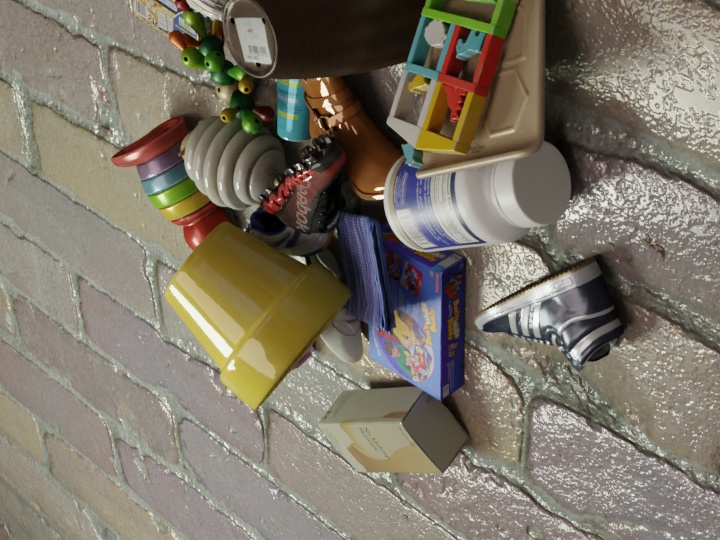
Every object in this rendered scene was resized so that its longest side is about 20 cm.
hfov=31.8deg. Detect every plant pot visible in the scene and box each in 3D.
[{"bbox_3d":[-0.144,0.046,1.640,0.189,0.201,0.201,39,143,1],"label":"plant pot"},{"bbox_3d":[-0.048,-0.288,1.402,0.186,0.199,0.188,30,136,35],"label":"plant pot"}]

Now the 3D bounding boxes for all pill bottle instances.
[{"bbox_3d":[0.130,-0.086,1.393,0.199,0.119,0.120,-5,110,52],"label":"pill bottle"}]

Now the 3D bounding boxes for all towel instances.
[{"bbox_3d":[0.000,0.000,1.615,0.200,0.024,0.146,-161,61,-75],"label":"towel"}]

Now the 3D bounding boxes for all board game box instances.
[{"bbox_3d":[-0.248,-0.409,1.701,0.151,0.046,0.201,37,139,30],"label":"board game box"},{"bbox_3d":[0.070,0.052,1.630,0.134,0.045,0.201,29,134,37],"label":"board game box"}]

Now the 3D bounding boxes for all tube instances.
[{"bbox_3d":[-0.079,-0.264,1.599,0.077,0.050,0.201,18,124,25],"label":"tube"}]

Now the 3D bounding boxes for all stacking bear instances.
[{"bbox_3d":[-0.259,-0.114,1.880,0.113,0.121,0.201,1,124,59],"label":"stacking bear"}]

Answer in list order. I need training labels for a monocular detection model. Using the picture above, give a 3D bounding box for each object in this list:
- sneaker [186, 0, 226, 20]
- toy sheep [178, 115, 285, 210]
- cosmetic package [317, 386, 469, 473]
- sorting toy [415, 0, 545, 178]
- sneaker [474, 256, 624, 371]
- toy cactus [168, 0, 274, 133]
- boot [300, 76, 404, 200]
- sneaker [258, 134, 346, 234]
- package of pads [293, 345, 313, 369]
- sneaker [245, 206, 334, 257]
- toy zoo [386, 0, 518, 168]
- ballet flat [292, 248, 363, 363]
[{"bbox_3d":[-0.197,-0.376,1.589,0.199,0.077,0.086,20,127,-1],"label":"sneaker"},{"bbox_3d":[-0.164,-0.144,1.721,0.199,0.138,0.139,19,130,26],"label":"toy sheep"},{"bbox_3d":[0.043,0.221,1.741,0.105,0.071,0.200,50,149,-18],"label":"cosmetic package"},{"bbox_3d":[0.129,-0.201,1.315,0.185,0.036,0.202,-7,75,53],"label":"sorting toy"},{"bbox_3d":[0.215,0.066,1.438,0.200,0.070,0.109,-30,88,52],"label":"sneaker"},{"bbox_3d":[-0.171,-0.261,1.662,0.200,0.102,0.165,50,177,13],"label":"toy cactus"},{"bbox_3d":[-0.005,-0.172,1.530,0.199,0.074,0.155,16,133,50],"label":"boot"},{"bbox_3d":[-0.052,-0.098,1.555,0.098,0.071,0.200,43,152,-5],"label":"sneaker"},{"bbox_3d":[-0.162,0.059,1.901,0.199,0.075,0.121,29,137,37],"label":"package of pads"},{"bbox_3d":[-0.131,-0.052,1.719,0.199,0.076,0.088,-22,136,33],"label":"sneaker"},{"bbox_3d":[0.089,-0.203,1.321,0.131,0.020,0.201,30,105,53],"label":"toy zoo"},{"bbox_3d":[-0.043,0.033,1.747,0.069,0.069,0.201,-32,85,55],"label":"ballet flat"}]
